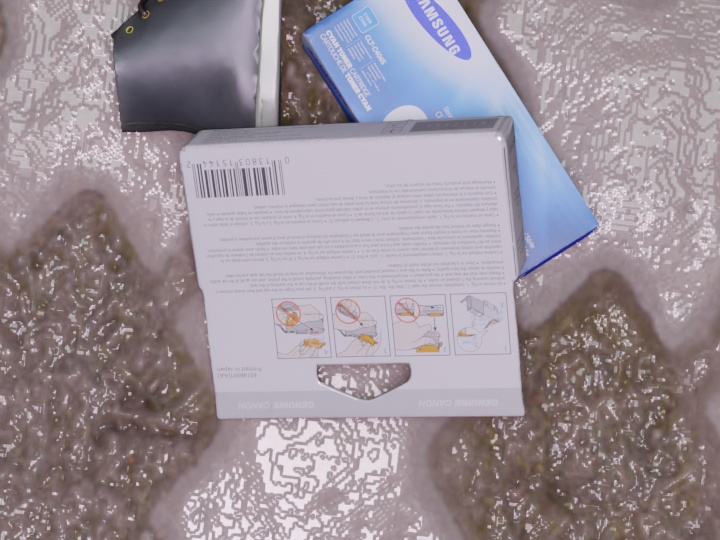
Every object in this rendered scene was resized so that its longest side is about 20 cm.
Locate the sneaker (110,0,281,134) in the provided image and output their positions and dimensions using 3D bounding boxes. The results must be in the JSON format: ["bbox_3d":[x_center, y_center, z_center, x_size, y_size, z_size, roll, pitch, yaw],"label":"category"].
[{"bbox_3d":[-0.101,-0.181,1.368,0.106,0.075,0.201,1,85,-2],"label":"sneaker"}]

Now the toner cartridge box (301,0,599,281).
[{"bbox_3d":[0.055,-0.085,1.381,0.095,0.043,0.200,-32,87,-5],"label":"toner cartridge box"}]

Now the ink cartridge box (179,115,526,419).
[{"bbox_3d":[0.000,0.000,1.344,0.199,0.045,0.177,-1,109,14],"label":"ink cartridge box"}]
